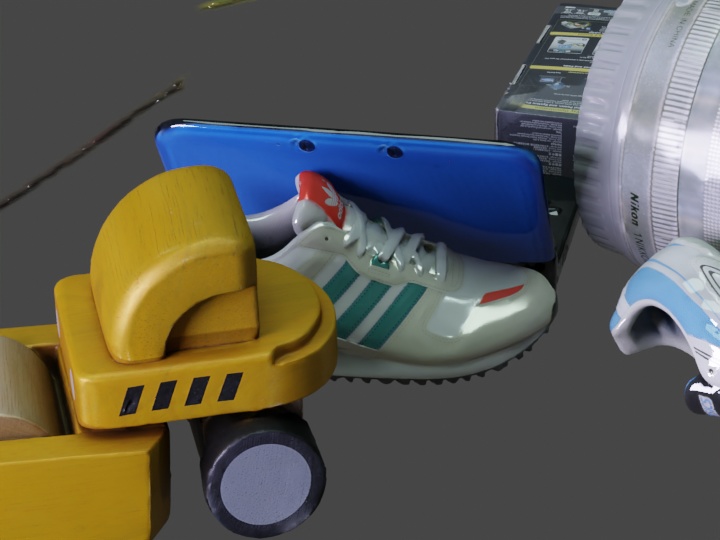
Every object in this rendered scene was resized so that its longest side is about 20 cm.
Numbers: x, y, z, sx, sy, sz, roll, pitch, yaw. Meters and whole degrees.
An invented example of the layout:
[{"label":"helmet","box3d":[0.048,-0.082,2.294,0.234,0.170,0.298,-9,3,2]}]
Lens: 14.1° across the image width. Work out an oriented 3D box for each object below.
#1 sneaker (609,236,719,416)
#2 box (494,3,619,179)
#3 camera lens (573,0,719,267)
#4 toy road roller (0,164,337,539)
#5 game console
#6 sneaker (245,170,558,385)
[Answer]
[{"label":"sneaker","box3d":[0.203,0.055,1.375,0.200,0.072,0.073,34,82,37]},{"label":"box","box3d":[0.191,-0.096,1.659,0.198,0.049,0.161,7,28,15]},{"label":"camera lens","box3d":[0.228,-0.061,1.472,0.199,0.161,0.160,14,32,27]},{"label":"toy road roller","box3d":[-0.109,0.036,1.326,0.198,0.147,0.123,-7,28,-10]},{"label":"game console","box3d":[0.010,-0.056,1.521,0.198,0.119,0.171,5,29,11]},{"label":"sneaker","box3d":[0.000,0.000,1.443,0.198,0.094,0.070,-1,28,2]}]
